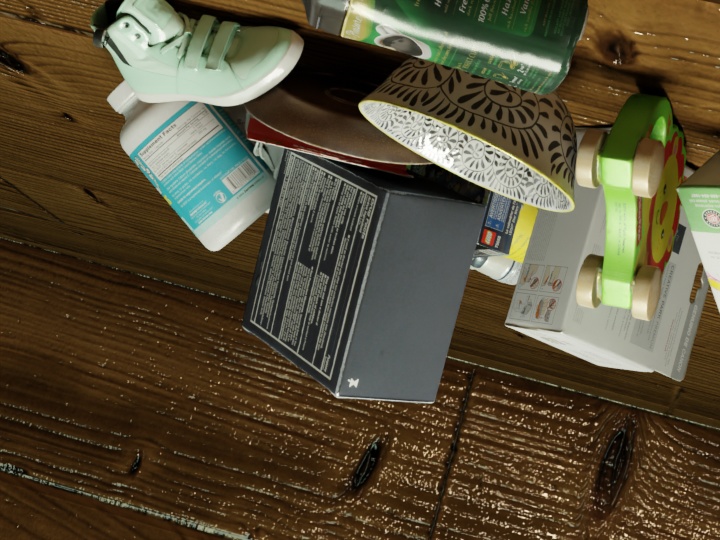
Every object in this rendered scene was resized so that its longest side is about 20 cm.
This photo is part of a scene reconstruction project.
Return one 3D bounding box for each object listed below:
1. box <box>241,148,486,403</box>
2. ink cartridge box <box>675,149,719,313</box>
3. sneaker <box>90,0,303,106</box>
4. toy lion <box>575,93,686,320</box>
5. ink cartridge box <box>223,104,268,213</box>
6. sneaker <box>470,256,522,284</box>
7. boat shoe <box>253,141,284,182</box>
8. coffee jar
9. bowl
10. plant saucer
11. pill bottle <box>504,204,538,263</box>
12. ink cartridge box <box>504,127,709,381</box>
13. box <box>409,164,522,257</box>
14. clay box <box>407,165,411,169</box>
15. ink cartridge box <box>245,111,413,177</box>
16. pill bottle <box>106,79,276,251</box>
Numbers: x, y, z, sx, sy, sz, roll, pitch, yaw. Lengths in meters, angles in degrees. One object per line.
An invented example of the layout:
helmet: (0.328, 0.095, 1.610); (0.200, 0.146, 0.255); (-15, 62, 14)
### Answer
box: (0.000, 0.000, 1.532); (0.123, 0.201, 0.198); (7, -166, -32)
ink cartridge box: (0.381, -0.005, 1.387); (0.145, 0.087, 0.201); (5, 124, 50)
sneaker: (-0.156, -0.211, 1.452); (0.200, 0.074, 0.118); (-3, 144, 31)
toy lion: (0.245, -0.067, 1.380); (0.068, 0.192, 0.201); (11, 130, 22)
ink cartridge box: (-0.167, -0.141, 1.858); (0.145, 0.085, 0.200); (15, 172, 6)
sneaker: (0.123, -0.056, 1.760); (0.071, 0.073, 0.200); (23, -164, -28)
boat shoe: (-0.079, -0.127, 1.678); (0.071, 0.070, 0.201); (23, -164, -3)
coffee jar: (0.057, -0.193, 1.131); (0.199, 0.086, 0.104); (16, 175, -3)
bowl: (0.107, -0.135, 1.329); (0.200, 0.094, 0.201); (26, 176, 2)
plant saucer: (-0.009, -0.148, 1.484); (0.199, 0.032, 0.200); (12, -161, -4)
pill bottle: (0.199, -0.055, 1.653); (0.199, 0.112, 0.111); (19, 171, -21)
ink cartridge box: (0.250, -0.012, 1.524); (0.175, 0.201, 0.084); (24, 170, -35)
box: (0.101, -0.081, 1.581); (0.040, 0.137, 0.200); (19, 170, -22)
clay box: (-0.005, -0.082, 1.773); (0.199, 0.048, 0.115); (-11, 176, -9)
ink cartridge box: (-0.030, -0.139, 1.532); (0.162, 0.050, 0.200); (13, -172, -6)
pill bottle: (-0.180, -0.127, 1.699); (0.200, 0.111, 0.111); (51, 167, -4)
